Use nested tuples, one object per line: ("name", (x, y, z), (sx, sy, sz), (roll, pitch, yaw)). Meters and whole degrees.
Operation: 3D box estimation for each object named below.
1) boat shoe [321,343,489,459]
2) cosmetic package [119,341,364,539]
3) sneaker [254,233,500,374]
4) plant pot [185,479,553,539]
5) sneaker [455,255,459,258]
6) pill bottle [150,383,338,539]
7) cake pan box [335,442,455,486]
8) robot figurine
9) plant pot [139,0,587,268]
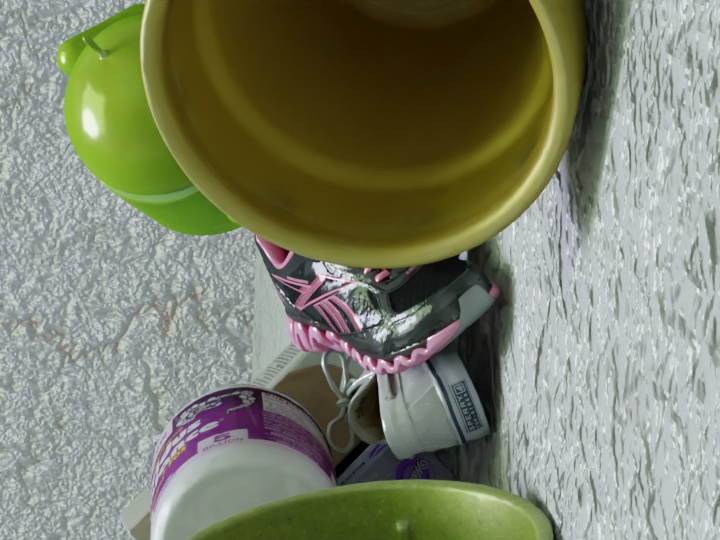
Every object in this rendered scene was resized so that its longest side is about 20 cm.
("boat shoe", (0.016, 0.076, 1.304), (0.202, 0.086, 0.075), (-129, 17, -76))
("cosmetic package", (-0.064, 0.120, 1.443), (0.200, 0.071, 0.105), (-45, 6, -5))
("sneaker", (0.000, 0.000, 1.254), (0.200, 0.079, 0.096), (3, 125, 57))
("plant pot", (0.007, 0.226, 1.074), (0.200, 0.200, 0.185), (-114, 15, -75))
("sneaker", (0.039, -0.055, 1.254), (0.083, 0.072, 0.200), (-98, 11, -48))
("pill bottle", (-0.068, 0.131, 1.283), (0.200, 0.112, 0.113), (-114, 26, -77))
("cake pan box", (-0.028, 0.173, 1.428), (0.200, 0.052, 0.184), (-45, 8, -2))
("robot figurine", (-0.112, -0.089, 1.359), (0.116, 0.175, 0.200), (-48, -20, 1))
("plant pot", (0.013, -0.134, 1.042), (0.189, 0.200, 0.201), (-73, -9, -55))
